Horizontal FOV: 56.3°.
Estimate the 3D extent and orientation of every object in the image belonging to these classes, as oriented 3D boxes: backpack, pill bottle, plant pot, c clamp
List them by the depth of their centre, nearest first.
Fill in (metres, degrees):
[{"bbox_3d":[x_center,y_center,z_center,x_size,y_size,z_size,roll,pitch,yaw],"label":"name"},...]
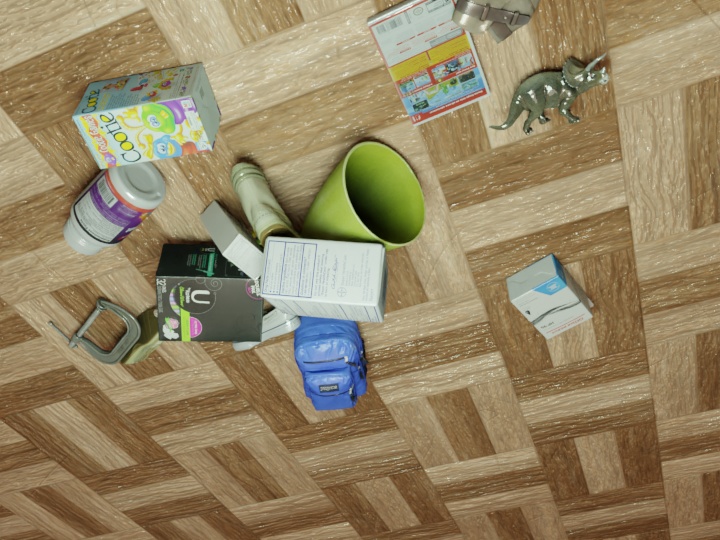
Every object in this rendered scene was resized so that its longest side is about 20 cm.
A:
[{"bbox_3d":[-0.015,-0.100,1.212,0.185,0.190,0.199,31,144,-27],"label":"plant pot"},{"bbox_3d":[-0.454,-0.114,1.224,0.199,0.113,0.111,-34,126,29],"label":"pill bottle"},{"bbox_3d":[-0.581,0.130,1.485,0.199,0.027,0.171,-37,103,27],"label":"c clamp"},{"bbox_3d":[-0.062,0.197,1.488,0.159,0.169,0.203,-9,130,0],"label":"backpack"}]

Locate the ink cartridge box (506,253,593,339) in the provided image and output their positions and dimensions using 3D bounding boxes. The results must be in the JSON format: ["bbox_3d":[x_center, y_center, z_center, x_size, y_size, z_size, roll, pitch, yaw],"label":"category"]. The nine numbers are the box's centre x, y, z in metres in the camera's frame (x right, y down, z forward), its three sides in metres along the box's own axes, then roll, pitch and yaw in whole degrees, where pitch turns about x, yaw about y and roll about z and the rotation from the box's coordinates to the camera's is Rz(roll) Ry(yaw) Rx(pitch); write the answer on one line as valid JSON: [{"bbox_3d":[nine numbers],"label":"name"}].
[{"bbox_3d":[0.412,0.069,1.431,0.115,0.069,0.199,-31,127,27],"label":"ink cartridge box"}]

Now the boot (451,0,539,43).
[{"bbox_3d":[0.179,-0.418,0.960,0.197,0.071,0.147,24,128,-25],"label":"boot"}]

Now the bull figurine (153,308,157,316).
[{"bbox_3d":[-0.348,0.038,1.400,0.196,0.066,0.123,-15,126,7],"label":"bull figurine"}]

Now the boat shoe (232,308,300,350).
[{"bbox_3d":[-0.215,0.118,1.486,0.198,0.073,0.068,-23,98,30],"label":"boat shoe"}]

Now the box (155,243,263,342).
[{"bbox_3d":[-0.284,0.043,1.295,0.195,0.125,0.151,2,122,-10],"label":"box"}]

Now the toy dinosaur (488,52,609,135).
[{"bbox_3d":[0.303,-0.286,1.101,0.196,0.078,0.104,-11,121,18],"label":"toy dinosaur"}]

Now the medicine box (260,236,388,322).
[{"bbox_3d":[-0.056,0.019,1.157,0.195,0.105,0.182,5,168,6],"label":"medicine box"}]

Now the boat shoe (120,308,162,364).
[{"bbox_3d":[-0.473,0.149,1.511,0.062,0.074,0.200,7,139,-46],"label":"boat shoe"}]

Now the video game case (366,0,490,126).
[{"bbox_3d":[0.112,-0.339,1.075,0.141,0.018,0.201,-18,131,16],"label":"video game case"}]

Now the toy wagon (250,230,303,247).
[{"bbox_3d":[-0.150,-0.011,1.373,0.198,0.040,0.155,32,126,-27],"label":"toy wagon"}]

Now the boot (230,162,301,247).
[{"bbox_3d":[-0.170,-0.101,1.231,0.071,0.156,0.200,-29,164,-1],"label":"boot"}]

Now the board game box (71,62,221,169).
[{"bbox_3d":[-0.342,-0.251,1.098,0.196,0.106,0.104,-7,134,8],"label":"board game box"}]

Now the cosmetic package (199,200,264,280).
[{"bbox_3d":[-0.231,-0.058,1.220,0.051,0.200,0.083,-46,122,-1],"label":"cosmetic package"}]
